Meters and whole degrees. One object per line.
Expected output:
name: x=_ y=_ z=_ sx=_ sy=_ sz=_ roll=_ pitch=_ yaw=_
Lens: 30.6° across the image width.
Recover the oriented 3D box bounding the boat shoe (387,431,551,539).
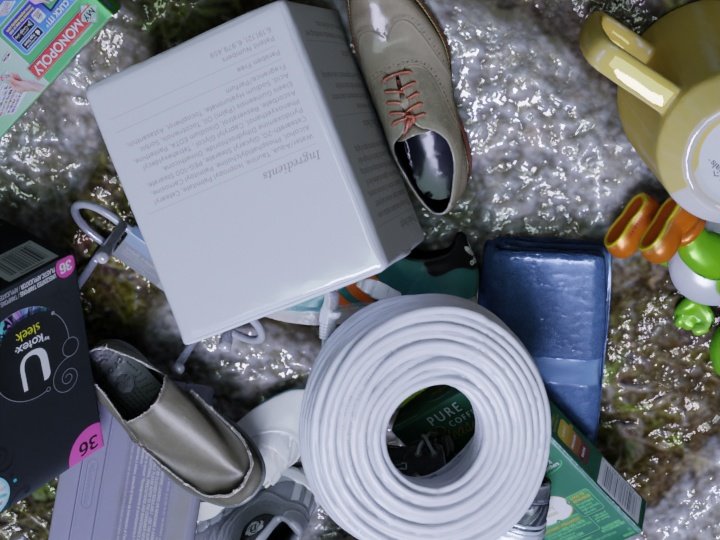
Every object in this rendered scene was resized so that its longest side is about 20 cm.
boat shoe: x=0.063 y=0.166 z=1.090 sx=0.199 sy=0.072 sz=0.071 roll=16 pitch=105 yaw=5

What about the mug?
mug: x=0.253 y=-0.109 z=0.975 sx=0.185 sy=0.153 sz=0.150 roll=1 pitch=116 yaw=6

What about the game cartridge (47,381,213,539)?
game cartridge: x=-0.205 y=0.195 z=1.171 sx=0.129 sy=0.038 sz=0.201 roll=8 pitch=80 yaw=4

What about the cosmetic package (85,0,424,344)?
cosmetic package: x=-0.072 y=-0.076 z=0.989 sx=0.165 sy=0.167 sz=0.201 roll=-21 pitch=92 yaw=14

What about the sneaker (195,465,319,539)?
sneaker: x=-0.121 y=0.268 z=1.212 sx=0.075 sy=0.116 sz=0.200 roll=41 pitch=112 yaw=-13

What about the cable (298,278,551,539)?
cable: x=0.052 y=0.118 z=0.998 sx=0.199 sy=0.069 sz=0.201 roll=13 pitch=90 yaw=-15

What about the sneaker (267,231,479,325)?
sneaker: x=0.000 y=0.000 z=1.105 sx=0.198 sy=0.071 sz=0.081 roll=0 pitch=104 yaw=5

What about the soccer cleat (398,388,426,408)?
soccer cleat: x=0.019 y=0.103 z=1.114 sx=0.083 sy=0.065 sz=0.200 roll=4 pitch=149 yaw=-13

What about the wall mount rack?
wall mount rack: x=-0.165 y=0.019 z=1.083 sx=0.200 sy=0.075 sz=0.174 roll=36 pitch=155 yaw=-11

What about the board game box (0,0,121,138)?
board game box: x=-0.308 y=-0.189 z=1.063 sx=0.200 sy=0.029 sz=0.135 roll=-41 pitch=106 yaw=21

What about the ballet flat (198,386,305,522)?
ballet flat: x=-0.109 y=0.181 z=1.196 sx=0.199 sy=0.070 sz=0.070 roll=-34 pitch=108 yaw=19

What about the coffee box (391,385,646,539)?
coffee box: x=0.136 y=0.166 z=1.124 sx=0.200 sy=0.044 sz=0.123 roll=44 pitch=128 yaw=-13

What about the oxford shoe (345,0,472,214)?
oxford shoe: x=0.042 y=-0.138 z=1.026 sx=0.070 sy=0.075 sz=0.201 roll=-20 pitch=112 yaw=14

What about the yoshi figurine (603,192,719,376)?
yoshi figurine: x=0.288 y=0.028 z=1.067 sx=0.199 sy=0.113 sz=0.112 roll=33 pitch=133 yaw=-19

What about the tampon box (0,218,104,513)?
tampon box: x=-0.316 y=0.080 z=1.079 sx=0.126 sy=0.150 sz=0.201 roll=23 pitch=130 yaw=35

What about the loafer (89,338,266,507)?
loafer: x=-0.169 y=0.131 z=1.128 sx=0.199 sy=0.070 sz=0.075 roll=35 pitch=85 yaw=12

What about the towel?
towel: x=0.154 y=0.065 z=1.123 sx=0.111 sy=0.049 sz=0.201 roll=4 pitch=118 yaw=9

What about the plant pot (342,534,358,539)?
plant pot: x=0.027 y=0.309 z=1.192 sx=0.173 sy=0.200 sz=0.200 roll=-26 pitch=111 yaw=34
